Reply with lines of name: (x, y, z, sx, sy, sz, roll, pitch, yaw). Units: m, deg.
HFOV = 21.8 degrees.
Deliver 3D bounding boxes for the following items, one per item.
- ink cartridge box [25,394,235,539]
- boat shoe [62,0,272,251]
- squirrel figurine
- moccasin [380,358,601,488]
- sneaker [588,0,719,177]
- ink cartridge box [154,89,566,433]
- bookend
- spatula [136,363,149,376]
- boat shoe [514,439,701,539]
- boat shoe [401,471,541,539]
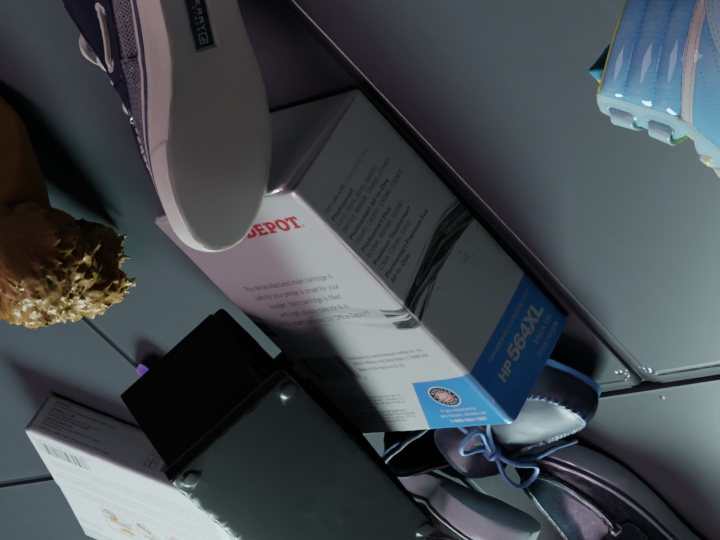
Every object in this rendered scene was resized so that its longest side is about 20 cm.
ink cartridge box: (-0.180, 0.202, 1.629, 0.199, 0.044, 0.174, 18, 148, 26)
boat shoe: (-0.107, -0.111, 0.987, 0.092, 0.074, 0.202, 5, 105, 49)
squirrel figurine: (-0.259, -0.016, 1.285, 0.199, 0.142, 0.187, 34, 158, 4)
moccasin: (0.081, 0.103, 1.175, 0.080, 0.069, 0.200, 34, 155, -15)
sneaker: (0.173, -0.059, 0.831, 0.130, 0.080, 0.201, 8, 133, 35)
ink cartridge box: (0.000, 0.000, 1.088, 0.200, 0.085, 0.146, 47, 149, -24)
bookend: (-0.075, 0.088, 1.173, 0.200, 0.092, 0.199, 48, 179, 45)
spatula: (-0.095, 0.135, 1.459, 0.199, 0.021, 0.057, 33, 164, -3)
boat shoe: (0.168, 0.196, 1.210, 0.200, 0.091, 0.071, 38, 151, -8)
boat shoe: (0.060, 0.178, 1.246, 0.073, 0.069, 0.199, 21, 177, -18)
